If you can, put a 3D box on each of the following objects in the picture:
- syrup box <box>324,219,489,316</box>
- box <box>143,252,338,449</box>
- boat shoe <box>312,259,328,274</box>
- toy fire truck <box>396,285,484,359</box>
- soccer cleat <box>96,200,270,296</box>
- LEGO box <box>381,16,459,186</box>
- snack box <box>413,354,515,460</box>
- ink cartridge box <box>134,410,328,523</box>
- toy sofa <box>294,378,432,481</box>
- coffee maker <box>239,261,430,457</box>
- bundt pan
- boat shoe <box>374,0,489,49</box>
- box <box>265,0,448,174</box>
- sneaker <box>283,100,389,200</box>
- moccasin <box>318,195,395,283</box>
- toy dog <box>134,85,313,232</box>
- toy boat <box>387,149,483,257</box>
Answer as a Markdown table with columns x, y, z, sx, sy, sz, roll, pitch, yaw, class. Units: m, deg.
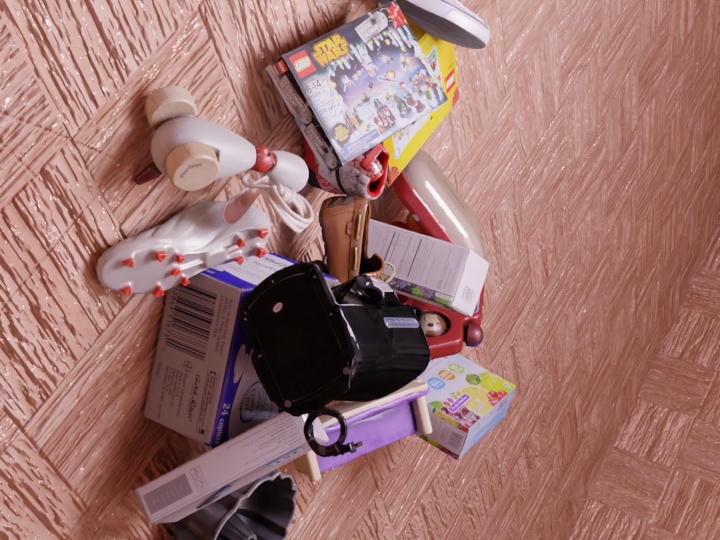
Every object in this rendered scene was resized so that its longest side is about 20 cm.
| x | y | z | sx | sy | sz | roll | pitch | yaw | class |
| --- | --- | --- | --- | --- | --- | --- | --- | --- | --- |
| 0.060 | -0.009 | 1.376 | 0.079 | 0.199 | 0.082 | 29 | 80 | -62 | syrup box |
| -0.132 | 0.085 | 1.185 | 0.200 | 0.105 | 0.185 | -7 | 113 | -60 | box |
| -0.057 | 0.073 | 1.349 | 0.068 | 0.072 | 0.201 | -55 | 153 | -43 | boat shoe |
| 0.095 | 0.060 | 1.487 | 0.200 | 0.167 | 0.113 | -76 | 167 | -56 | toy fire truck |
| -0.186 | -0.028 | 1.069 | 0.199 | 0.078 | 0.070 | -18 | 138 | -34 | soccer cleat |
| 0.046 | -0.233 | 1.347 | 0.200 | 0.077 | 0.149 | -52 | 147 | -34 | LEGO box |
| 0.111 | 0.183 | 1.580 | 0.168 | 0.199 | 0.068 | -28 | 139 | -54 | snack box |
| -0.131 | 0.217 | 1.159 | 0.199 | 0.045 | 0.176 | -28 | 167 | 2 | ink cartridge box |
| 0.004 | 0.216 | 1.425 | 0.199 | 0.097 | 0.083 | -17 | 100 | -28 | toy sofa |
| -0.020 | 0.096 | 1.109 | 0.200 | 0.134 | 0.193 | 10 | 75 | -63 | coffee maker |
| -0.167 | 0.324 | 1.282 | 0.202 | 0.076 | 0.202 | -45 | 150 | -36 | bundt pan |
| 0.080 | -0.340 | 1.258 | 0.199 | 0.073 | 0.067 | 23 | 82 | -24 | boat shoe |
| 0.001 | -0.214 | 1.189 | 0.200 | 0.040 | 0.137 | -37 | 100 | -38 | box |
| -0.022 | -0.169 | 1.228 | 0.067 | 0.108 | 0.202 | -51 | 146 | -33 | sneaker |
| 0.000 | -0.001 | 1.293 | 0.074 | 0.077 | 0.202 | -65 | 152 | -63 | moccasin |
| -0.148 | -0.100 | 1.049 | 0.200 | 0.096 | 0.132 | 33 | 34 | -33 | toy dog |
| 0.085 | -0.065 | 1.468 | 0.200 | 0.130 | 0.131 | 52 | 17 | -13 | toy boat |
